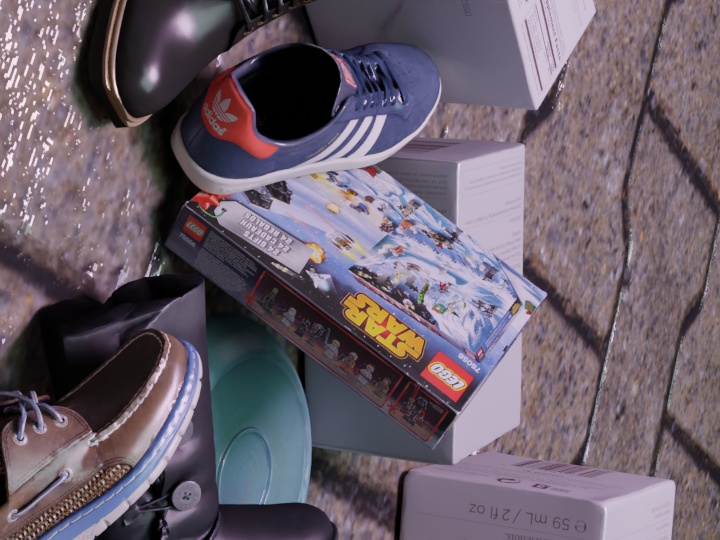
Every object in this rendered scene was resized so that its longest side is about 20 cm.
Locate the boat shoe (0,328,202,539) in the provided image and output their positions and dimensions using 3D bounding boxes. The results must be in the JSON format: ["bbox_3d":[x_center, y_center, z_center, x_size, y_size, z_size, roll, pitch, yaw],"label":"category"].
[{"bbox_3d":[-0.158,0.097,0.897,0.200,0.072,0.072,-51,124,-19],"label":"boat shoe"}]

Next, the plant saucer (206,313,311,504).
[{"bbox_3d":[-0.080,0.128,1.138,0.200,0.027,0.201,-21,114,-59],"label":"plant saucer"}]

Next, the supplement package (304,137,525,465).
[{"bbox_3d":[0.037,0.016,1.238,0.117,0.117,0.201,-19,111,-62],"label":"supplement package"}]

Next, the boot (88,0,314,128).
[{"bbox_3d":[-0.052,-0.158,1.016,0.201,0.138,0.078,-63,145,-33],"label":"boot"}]

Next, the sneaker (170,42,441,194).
[{"bbox_3d":[-0.015,-0.105,1.087,0.200,0.085,0.075,-26,75,-39],"label":"sneaker"}]

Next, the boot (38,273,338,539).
[{"bbox_3d":[-0.090,0.096,1.031,0.164,0.065,0.201,-24,111,-40],"label":"boot"}]

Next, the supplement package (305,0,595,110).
[{"bbox_3d":[0.044,-0.218,1.164,0.111,0.155,0.201,-56,142,-37],"label":"supplement package"}]

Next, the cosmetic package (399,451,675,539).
[{"bbox_3d":[0.134,0.255,1.414,0.166,0.167,0.201,-1,95,-63],"label":"cosmetic package"}]

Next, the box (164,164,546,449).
[{"bbox_3d":[0.000,0.000,1.101,0.137,0.200,0.040,-46,172,-49],"label":"box"}]
